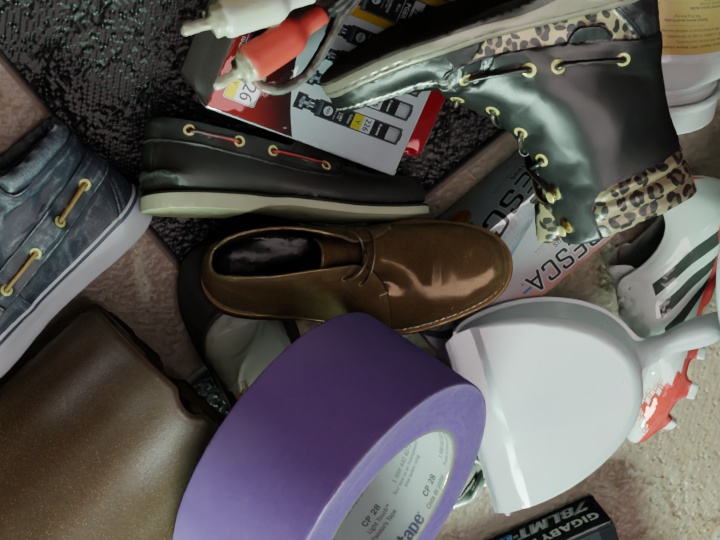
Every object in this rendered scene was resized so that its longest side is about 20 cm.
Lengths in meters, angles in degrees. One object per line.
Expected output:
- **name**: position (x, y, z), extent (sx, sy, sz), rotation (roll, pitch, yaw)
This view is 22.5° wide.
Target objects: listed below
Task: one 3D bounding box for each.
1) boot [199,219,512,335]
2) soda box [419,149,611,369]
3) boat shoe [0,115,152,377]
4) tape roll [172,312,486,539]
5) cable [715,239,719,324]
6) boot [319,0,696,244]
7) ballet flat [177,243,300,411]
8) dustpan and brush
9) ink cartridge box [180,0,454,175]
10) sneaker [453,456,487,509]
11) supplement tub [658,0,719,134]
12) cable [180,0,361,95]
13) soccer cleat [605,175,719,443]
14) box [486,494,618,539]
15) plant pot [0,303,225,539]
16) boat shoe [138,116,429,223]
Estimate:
- **boot**: position (0.000, 0.000, 1.130), extent (0.200, 0.075, 0.074), rotation (-2, 78, -6)
- **soda box**: position (0.110, -0.029, 1.207), extent (0.200, 0.064, 0.068), rotation (-41, 117, 1)
- **boat shoe**: position (-0.228, -0.002, 1.113), extent (0.200, 0.071, 0.091), rotation (-45, 115, -2)
- **tape roll**: position (-0.016, 0.131, 1.102), extent (0.200, 0.085, 0.200), rotation (-42, 152, -29)
- **cable**: position (0.312, -0.013, 1.227), extent (0.200, 0.069, 0.200), rotation (-26, 119, -43)
- **boot**: position (0.091, -0.086, 1.052), extent (0.200, 0.073, 0.151), rotation (-19, 110, 6)
- **ballet flat**: position (-0.061, 0.075, 1.193), extent (0.068, 0.068, 0.200), rotation (-25, 116, -5)
- **dustpan and brush**: position (0.165, 0.067, 1.207), extent (0.200, 0.057, 0.140), rotation (-17, 106, 0)
- **ink cartridge box**: position (0.013, -0.172, 1.106), extent (0.175, 0.084, 0.200), rotation (18, 105, -23)
- **sneaker**: position (0.077, 0.118, 1.243), extent (0.200, 0.081, 0.075), rotation (-36, 116, -9)
- **supplement tub**: position (0.173, -0.197, 1.107), extent (0.144, 0.145, 0.200), rotation (-2, 118, -16)
- **cable**: position (-0.006, -0.163, 1.027), extent (0.200, 0.050, 0.097), rotation (-24, 112, -5)
- **soccer cleat**: position (0.204, 0.025, 1.262), extent (0.085, 0.069, 0.200), rotation (15, 112, -2)
- **box**: position (0.115, 0.292, 1.350), extent (0.198, 0.050, 0.200), rotation (-22, 116, -9)
- **plant pot**: position (-0.179, 0.140, 1.125), extent (0.198, 0.200, 0.200), rotation (-47, 117, -5)
- **boat shoe**: position (-0.043, -0.061, 1.139), extent (0.201, 0.074, 0.063), rotation (4, 82, -30)
